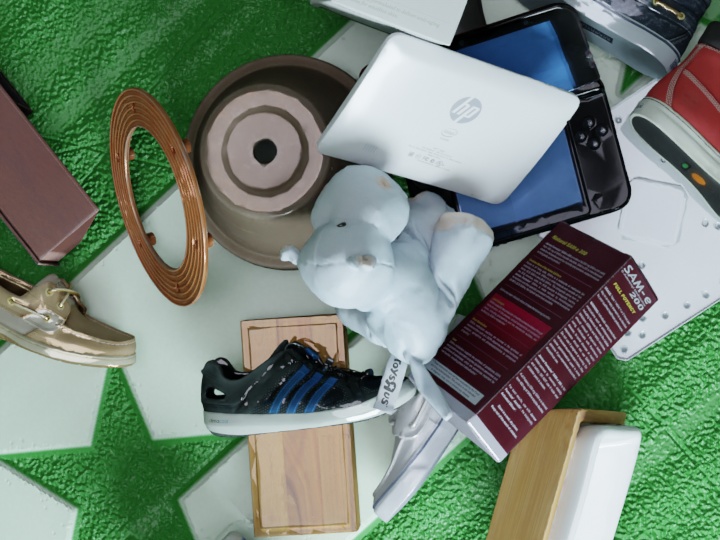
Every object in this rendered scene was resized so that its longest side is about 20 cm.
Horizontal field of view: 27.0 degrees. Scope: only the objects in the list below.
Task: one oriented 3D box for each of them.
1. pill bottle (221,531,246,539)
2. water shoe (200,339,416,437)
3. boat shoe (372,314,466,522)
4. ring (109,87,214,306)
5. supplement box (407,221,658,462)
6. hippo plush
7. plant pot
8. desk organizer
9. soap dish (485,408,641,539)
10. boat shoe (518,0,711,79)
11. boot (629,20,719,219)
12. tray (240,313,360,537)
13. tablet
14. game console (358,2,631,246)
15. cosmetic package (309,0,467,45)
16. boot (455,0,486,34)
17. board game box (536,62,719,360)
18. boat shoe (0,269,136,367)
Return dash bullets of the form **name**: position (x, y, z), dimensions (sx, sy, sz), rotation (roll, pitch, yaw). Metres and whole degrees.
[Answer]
- **pill bottle**: position (-0.084, 0.346, 1.371), dimensions (0.200, 0.114, 0.114), rotation (44, 94, 3)
- **water shoe**: position (-0.051, 0.100, 1.347), dimensions (0.198, 0.071, 0.080), rotation (-9, 91, 9)
- **boat shoe**: position (0.059, 0.134, 1.384), dimensions (0.065, 0.074, 0.201), rotation (33, 83, 8)
- **ring**: position (-0.178, -0.066, 1.349), dimensions (0.019, 0.200, 0.202), rotation (-18, 89, -27)
- **supplement box**: position (0.148, 0.058, 1.300), dimensions (0.200, 0.109, 0.061), rotation (-44, 122, -7)
- **hippo plush**: position (0.000, 0.000, 1.274), dimensions (0.158, 0.160, 0.202), rotation (1, 67, 46)
- **plant pot**: position (-0.075, -0.100, 1.337), dimensions (0.198, 0.175, 0.203), rotation (0, 91, 6)
- **desk organizer**: position (-0.327, -0.106, 1.411), dimensions (0.077, 0.072, 0.200), rotation (-39, 87, 2)
- **soap dish**: position (0.173, 0.216, 1.332), dimensions (0.081, 0.157, 0.202), rotation (16, 91, 26)
- **boat shoe**: position (0.218, -0.262, 1.368), dimensions (0.199, 0.071, 0.091), rotation (33, 79, 5)
- **boot**: position (0.353, -0.120, 1.329), dimensions (0.200, 0.072, 0.144), rotation (45, 79, -6)
- **tray**: position (-0.056, 0.144, 1.406), dimensions (0.098, 0.037, 0.202), rotation (-4, 91, 5)
- **tablet**: position (0.075, -0.122, 1.253), dimensions (0.198, 0.014, 0.130), rotation (13, 129, -32)
- **game console**: position (0.120, -0.116, 1.324), dimensions (0.198, 0.119, 0.174), rotation (-16, 83, 15)
- **cosmetic package**: position (0.025, -0.244, 1.250), dimensions (0.107, 0.200, 0.086), rotation (19, 97, -8)
- **boot**: position (0.019, -0.248, 1.380), dimensions (0.198, 0.077, 0.140), rotation (-12, 94, 6)
- **board game box**: position (0.267, -0.053, 1.380), dimensions (0.199, 0.026, 0.201), rotation (-33, 88, 5)
- **boat shoe**: position (-0.299, 0.036, 1.407), dimensions (0.198, 0.074, 0.070), rotation (17, 98, 5)
